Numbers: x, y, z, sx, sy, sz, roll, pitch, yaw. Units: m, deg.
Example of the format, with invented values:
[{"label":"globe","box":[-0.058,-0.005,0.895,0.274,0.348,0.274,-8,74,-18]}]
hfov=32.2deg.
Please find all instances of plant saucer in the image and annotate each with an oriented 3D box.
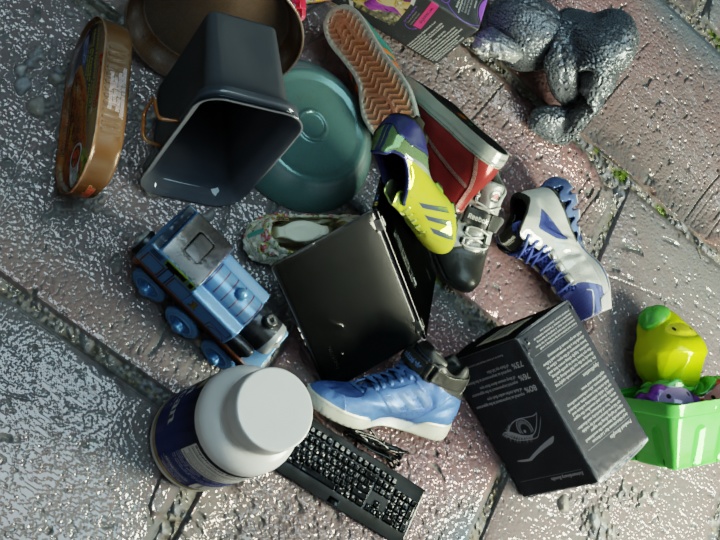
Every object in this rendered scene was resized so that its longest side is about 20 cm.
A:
[{"label":"plant saucer","box":[-0.064,-0.170,1.504,0.199,0.036,0.201,10,69,-28]},{"label":"plant saucer","box":[-0.161,-0.277,1.388,0.200,0.200,0.035,21,51,-24]}]

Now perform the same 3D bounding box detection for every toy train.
[{"label":"toy train","box":[-0.160,0.027,1.336,0.200,0.114,0.087,47,58,-9]}]

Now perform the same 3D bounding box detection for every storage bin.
[{"label":"storage bin","box":[-0.166,-0.182,1.363,0.145,0.200,0.135,10,59,-28]}]

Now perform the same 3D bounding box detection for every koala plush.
[{"label":"koala plush","box":[0.251,-0.306,1.667,0.200,0.184,0.178,30,61,-6]}]

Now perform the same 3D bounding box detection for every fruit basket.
[{"label":"fruit basket","box":[0.429,0.147,1.641,0.215,0.155,0.216,-2,93,-32]}]

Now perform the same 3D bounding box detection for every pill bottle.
[{"label":"pill bottle","box":[-0.129,0.157,1.262,0.111,0.200,0.111,10,69,-28]}]

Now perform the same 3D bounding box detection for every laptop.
[{"label":"laptop","box":[0.000,0.000,1.450,0.200,0.116,0.188,-75,150,-53]}]

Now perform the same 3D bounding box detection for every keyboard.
[{"label":"keyboard","box":[-0.008,0.218,1.412,0.200,0.040,0.104,34,61,-18]}]

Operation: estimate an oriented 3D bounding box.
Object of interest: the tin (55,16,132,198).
[{"label":"tin","box":[-0.284,-0.173,1.329,0.042,0.112,0.201,12,69,-27]}]

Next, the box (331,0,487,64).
[{"label":"box","box":[0.058,-0.378,1.600,0.200,0.106,0.123,29,60,-19]}]

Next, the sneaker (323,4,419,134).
[{"label":"sneaker","box":[0.025,-0.236,1.544,0.200,0.071,0.080,64,16,6]}]

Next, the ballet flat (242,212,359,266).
[{"label":"ballet flat","box":[-0.042,-0.035,1.458,0.200,0.064,0.076,-4,76,-32]}]

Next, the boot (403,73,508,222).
[{"label":"boot","box":[0.078,-0.145,1.561,0.072,0.144,0.200,14,29,-49]}]

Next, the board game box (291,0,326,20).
[{"label":"board game box","box":[-0.110,-0.304,1.455,0.200,0.158,0.039,-6,94,-32]}]

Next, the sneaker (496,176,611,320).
[{"label":"sneaker","box":[0.238,-0.022,1.619,0.115,0.081,0.200,-9,73,-29]}]

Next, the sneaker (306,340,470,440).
[{"label":"sneaker","box":[0.036,0.124,1.418,0.199,0.077,0.111,15,107,-29]}]

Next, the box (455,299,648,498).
[{"label":"box","box":[0.224,0.158,1.505,0.104,0.148,0.200,-31,93,-35]}]

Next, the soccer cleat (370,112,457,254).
[{"label":"soccer cleat","box":[0.055,-0.086,1.408,0.084,0.065,0.200,-55,140,-33]}]

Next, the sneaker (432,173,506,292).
[{"label":"sneaker","box":[0.141,-0.074,1.566,0.074,0.088,0.201,12,70,-28]}]
